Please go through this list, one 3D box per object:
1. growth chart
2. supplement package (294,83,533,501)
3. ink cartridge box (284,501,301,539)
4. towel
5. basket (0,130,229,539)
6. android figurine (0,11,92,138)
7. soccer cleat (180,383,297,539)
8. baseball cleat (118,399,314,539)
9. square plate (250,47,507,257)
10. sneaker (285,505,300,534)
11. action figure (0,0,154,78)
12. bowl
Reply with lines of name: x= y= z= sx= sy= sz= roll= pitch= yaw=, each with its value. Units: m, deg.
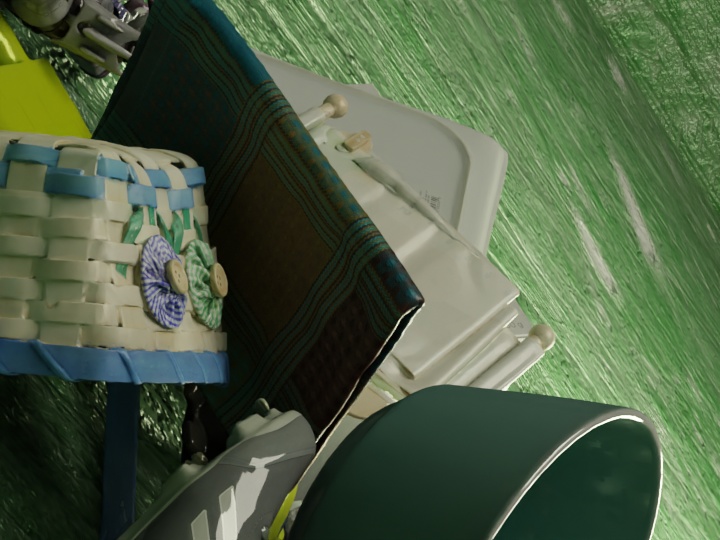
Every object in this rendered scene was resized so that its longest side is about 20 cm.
growth chart: x=0.000 y=0.000 z=1.242 sx=0.144 sy=0.018 sz=0.200 roll=-26 pitch=63 yaw=-37
supplement package: x=-0.018 y=0.007 z=1.378 sx=0.121 sy=0.120 sz=0.200 roll=-5 pitch=48 yaw=-35
ink cartridge box: x=-0.035 y=0.207 z=1.295 sx=0.200 sy=0.040 sz=0.200 roll=62 pitch=15 yaw=-5
towel: x=-0.059 y=-0.016 z=1.152 sx=0.022 sy=0.147 sz=0.200 roll=-12 pitch=57 yaw=-41
basket: x=-0.134 y=0.043 z=1.084 sx=0.176 sy=0.138 sz=0.201 roll=-4 pitch=102 yaw=-73
android figurine: x=-0.161 y=-0.041 z=1.279 sx=0.201 sy=0.041 sz=0.182 roll=61 pitch=14 yaw=-3
soccer cleat: x=-0.059 y=0.140 z=1.197 sx=0.084 sy=0.064 sz=0.201 roll=54 pitch=37 yaw=-51
baseball cleat: x=-0.071 y=0.144 z=1.030 sx=0.106 sy=0.200 sz=0.070 roll=46 pitch=-30 yaw=6
square plate: x=-0.022 y=-0.043 z=1.312 sx=0.197 sy=0.029 sz=0.201 roll=19 pitch=41 yaw=-5
sneaker: x=-0.003 y=0.170 z=1.287 sx=0.200 sy=0.077 sz=0.092 roll=-48 pitch=134 yaw=-78
action figure: x=-0.159 y=-0.155 z=1.377 sx=0.130 sy=0.069 sz=0.200 roll=44 pitch=3 yaw=-1
bowl: x=0.038 y=0.130 z=1.117 sx=0.105 sy=0.202 sz=0.201 roll=27 pitch=-2 yaw=26
